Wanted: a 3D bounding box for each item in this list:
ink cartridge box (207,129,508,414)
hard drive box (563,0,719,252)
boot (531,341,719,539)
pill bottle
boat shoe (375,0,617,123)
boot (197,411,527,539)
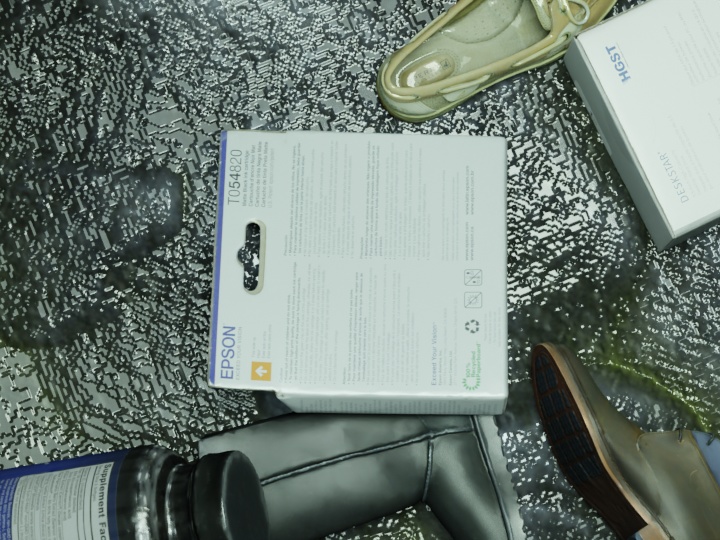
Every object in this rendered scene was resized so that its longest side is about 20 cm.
[{"bbox_3d":[0.000,0.000,1.652,0.199,0.041,0.200,3,65,-1],"label":"ink cartridge box"},{"bbox_3d":[0.263,-0.127,1.679,0.200,0.077,0.156,-25,84,-4],"label":"hard drive box"},{"bbox_3d":[0.195,0.125,1.662,0.097,0.075,0.200,-25,85,-21],"label":"boot"},{"bbox_3d":[-0.166,0.174,1.594,0.199,0.112,0.112,-10,83,15],"label":"pill bottle"},{"bbox_3d":[0.100,-0.172,1.688,0.200,0.063,0.073,-29,85,-4],"label":"boat shoe"},{"bbox_3d":[0.003,0.164,1.645,0.199,0.066,0.165,-13,75,-6],"label":"boot"}]
